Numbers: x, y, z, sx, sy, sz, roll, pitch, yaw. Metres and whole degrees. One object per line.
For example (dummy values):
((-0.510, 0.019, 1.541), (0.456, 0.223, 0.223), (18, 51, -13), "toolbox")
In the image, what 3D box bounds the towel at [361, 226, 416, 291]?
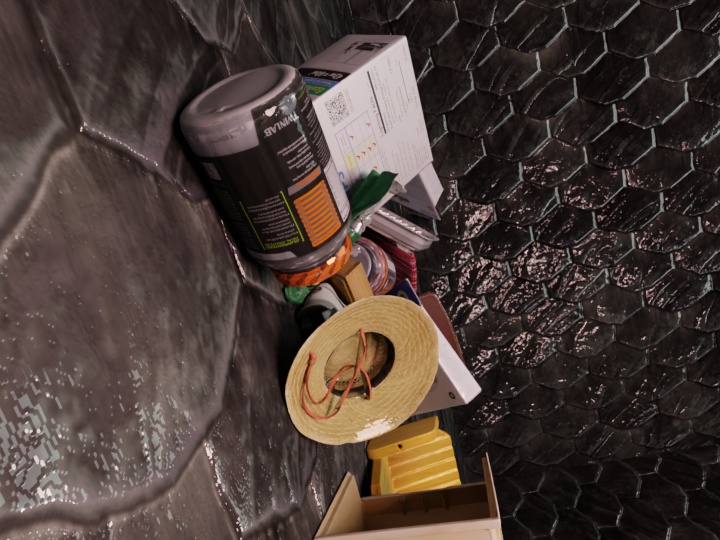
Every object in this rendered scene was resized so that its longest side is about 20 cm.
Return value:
((0.054, 0.000, 1.052), (0.022, 0.144, 0.201), (-45, 151, -24), "towel")

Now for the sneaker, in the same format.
((-0.023, 0.106, 0.733), (0.089, 0.073, 0.201), (-81, 156, -60), "sneaker")

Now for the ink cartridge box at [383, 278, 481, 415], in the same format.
((0.075, 0.134, 0.834), (0.201, 0.040, 0.200), (56, -29, 6), "ink cartridge box")

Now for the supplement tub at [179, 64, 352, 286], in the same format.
((-0.082, -0.088, 0.521), (0.123, 0.121, 0.201), (-91, 165, -50), "supplement tub")

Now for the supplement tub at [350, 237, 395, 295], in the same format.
((0.000, 0.000, 0.898), (0.200, 0.106, 0.108), (22, 56, -78), "supplement tub")

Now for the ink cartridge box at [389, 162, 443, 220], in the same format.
((0.059, -0.196, 0.973), (0.196, 0.043, 0.200), (29, -13, 36), "ink cartridge box")

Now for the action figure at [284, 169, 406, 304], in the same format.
((-0.025, -0.038, 0.650), (0.055, 0.200, 0.118), (42, -2, -10), "action figure")

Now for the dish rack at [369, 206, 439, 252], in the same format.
((0.055, -0.081, 0.944), (0.044, 0.171, 0.200), (-61, 170, 9), "dish rack")

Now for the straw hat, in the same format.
((-0.009, 0.107, 0.632), (0.085, 0.200, 0.202), (33, -34, 59), "straw hat")

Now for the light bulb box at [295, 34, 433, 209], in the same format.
((-0.017, -0.198, 0.740), (0.200, 0.124, 0.199), (-43, 133, -25), "light bulb box")

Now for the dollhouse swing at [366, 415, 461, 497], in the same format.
((0.103, 0.381, 0.849), (0.176, 0.180, 0.202), (-177, -106, -80), "dollhouse swing")

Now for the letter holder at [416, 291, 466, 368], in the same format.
((0.114, 0.142, 0.974), (0.101, 0.141, 0.202), (-47, 117, -79), "letter holder")

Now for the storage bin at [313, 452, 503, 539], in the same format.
((0.071, 0.310, 0.630), (0.198, 0.198, 0.095), (-11, 89, -80), "storage bin")

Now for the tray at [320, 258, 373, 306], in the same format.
((-0.015, 0.060, 0.784), (0.037, 0.098, 0.201), (-42, 132, -26), "tray")
